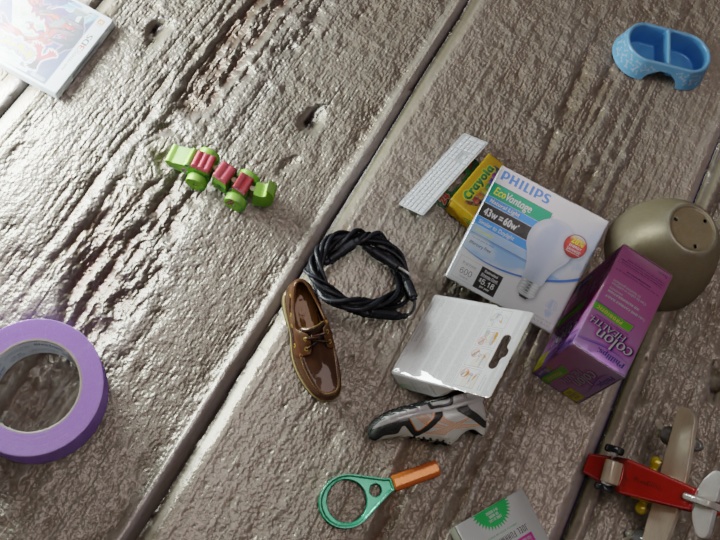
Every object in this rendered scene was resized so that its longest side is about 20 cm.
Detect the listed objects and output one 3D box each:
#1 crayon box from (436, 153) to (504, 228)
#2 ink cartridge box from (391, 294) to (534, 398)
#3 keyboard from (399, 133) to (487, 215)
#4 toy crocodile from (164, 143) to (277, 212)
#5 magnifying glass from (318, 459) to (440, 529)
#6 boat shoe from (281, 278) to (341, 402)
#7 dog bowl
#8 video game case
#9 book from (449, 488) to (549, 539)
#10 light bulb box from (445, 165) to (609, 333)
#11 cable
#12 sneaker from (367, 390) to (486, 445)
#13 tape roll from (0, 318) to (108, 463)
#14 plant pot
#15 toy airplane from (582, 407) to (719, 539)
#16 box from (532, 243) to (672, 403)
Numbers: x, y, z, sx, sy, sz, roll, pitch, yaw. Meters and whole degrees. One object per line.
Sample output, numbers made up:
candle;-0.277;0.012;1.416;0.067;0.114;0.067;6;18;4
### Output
crayon box;0.240;-0.115;1.493;0.199;0.051;0.127;39;68;6
ink cartridge box;0.164;0.125;1.321;0.198;0.050;0.162;10;58;42
keyboard;0.150;-0.174;1.507;0.056;0.011;0.200;24;62;37
toy crocodile;-0.234;-0.160;1.418;0.198;0.062;0.068;27;66;1
magnifying glass;0.030;0.336;1.295;0.197;0.022;0.081;-16;72;-17
boat shoe;-0.078;0.108;1.338;0.071;0.068;0.203;-14;72;-15
dog bowl;0.606;-0.432;1.684;0.197;0.050;0.113;12;67;-5
video game case;-0.566;-0.418;1.479;0.198;0.023;0.184;28;67;1
book;0.239;0.454;1.277;0.132;0.048;0.202;-22;73;-22
light bulb box;0.268;-0.033;1.376;0.196;0.125;0.202;27;93;7
cable;0.000;0.000;1.378;0.197;0.051;0.166;7;60;-24
sneaker;0.109;0.242;1.319;0.197;0.074;0.081;-12;87;-8
tape roll;-0.476;0.177;1.241;0.196;0.066;0.203;4;69;-10
plant pot;0.548;-0.047;1.478;0.197;0.135;0.204;4;67;-9
toy airplane;0.473;0.341;1.309;0.198;0.141;0.201;-32;60;13
box;0.391;0.090;1.372;0.096;0.176;0.201;32;67;3
